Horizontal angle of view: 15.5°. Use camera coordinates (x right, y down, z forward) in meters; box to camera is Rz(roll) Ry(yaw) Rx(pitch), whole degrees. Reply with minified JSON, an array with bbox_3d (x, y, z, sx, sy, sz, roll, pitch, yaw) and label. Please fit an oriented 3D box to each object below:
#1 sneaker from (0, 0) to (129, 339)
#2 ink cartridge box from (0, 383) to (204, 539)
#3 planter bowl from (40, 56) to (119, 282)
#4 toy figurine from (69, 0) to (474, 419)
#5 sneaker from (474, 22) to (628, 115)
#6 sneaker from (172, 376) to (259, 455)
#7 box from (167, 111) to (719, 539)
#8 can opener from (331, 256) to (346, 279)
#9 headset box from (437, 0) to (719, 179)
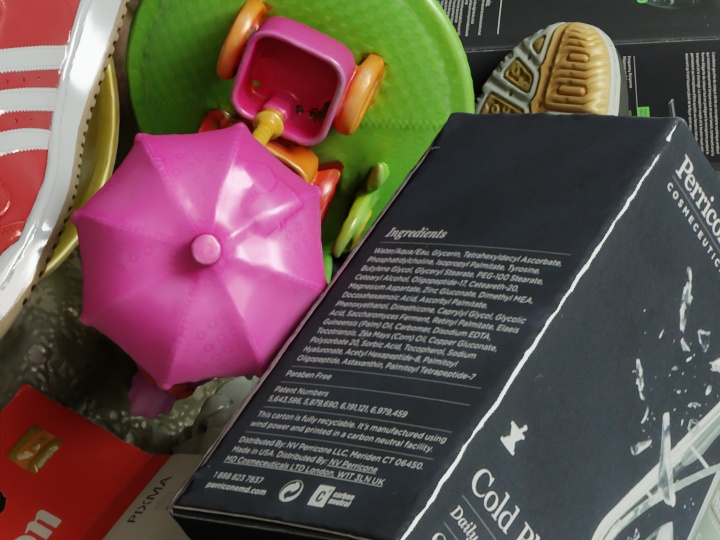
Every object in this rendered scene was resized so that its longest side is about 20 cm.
[{"bbox_3d":[-0.161,-0.066,1.007,0.112,0.071,0.201,28,54,-25],"label":"sneaker"},{"bbox_3d":[-0.104,0.131,1.018,0.199,0.050,0.161,28,61,21],"label":"ink cartridge box"},{"bbox_3d":[-0.205,-0.066,1.074,0.199,0.083,0.202,10,70,-29],"label":"planter bowl"},{"bbox_3d":[-0.057,-0.011,1.023,0.149,0.201,0.184,25,34,2],"label":"toy figurine"},{"bbox_3d":[0.089,-0.002,1.099,0.087,0.075,0.201,1,99,-41],"label":"sneaker"},{"bbox_3d":[-0.050,0.100,1.120,0.081,0.077,0.200,39,46,-2],"label":"sneaker"},{"bbox_3d":[0.069,0.081,0.959,0.197,0.124,0.200,-55,127,-28],"label":"box"},{"bbox_3d":[0.000,0.000,1.168,0.200,0.063,0.079,43,26,4],"label":"can opener"},{"bbox_3d":[0.121,-0.107,1.181,0.199,0.093,0.175,-3,35,8],"label":"headset box"}]
